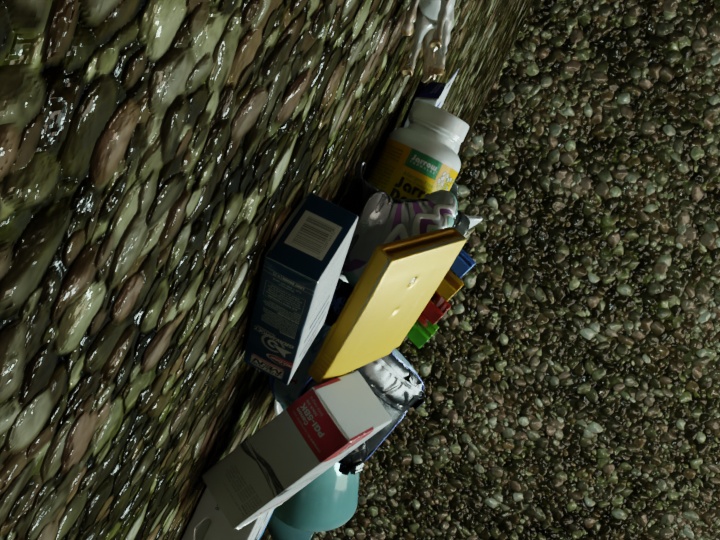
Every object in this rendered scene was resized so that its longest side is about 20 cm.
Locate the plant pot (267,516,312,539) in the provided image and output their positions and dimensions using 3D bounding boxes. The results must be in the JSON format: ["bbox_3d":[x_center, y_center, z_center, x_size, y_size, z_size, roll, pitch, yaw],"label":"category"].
[{"bbox_3d":[-0.200,0.755,2.759,0.200,0.135,0.200,-63,175,-10],"label":"plant pot"}]

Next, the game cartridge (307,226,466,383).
[{"bbox_3d":[0.033,0.041,1.144,0.176,0.032,0.200,-16,143,-53],"label":"game cartridge"}]

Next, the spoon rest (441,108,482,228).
[{"bbox_3d":[0.133,-0.163,1.460,0.061,0.200,0.099,-7,162,-33],"label":"spoon rest"}]

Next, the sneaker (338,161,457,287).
[{"bbox_3d":[0.036,-0.083,1.163,0.078,0.140,0.200,-1,-146,49],"label":"sneaker"}]

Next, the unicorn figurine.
[{"bbox_3d":[0.087,-0.288,0.973,0.200,0.074,0.138,146,-36,-72],"label":"unicorn figurine"}]

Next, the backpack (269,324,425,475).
[{"bbox_3d":[-0.033,0.158,1.320,0.183,0.147,0.200,-46,134,-7],"label":"backpack"}]

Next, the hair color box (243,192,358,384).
[{"bbox_3d":[-0.066,0.023,0.965,0.100,0.060,0.200,-59,173,-38],"label":"hair color box"}]

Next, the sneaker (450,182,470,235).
[{"bbox_3d":[0.087,-0.075,1.416,0.200,0.104,0.060,-24,-136,41],"label":"sneaker"}]

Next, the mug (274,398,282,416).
[{"bbox_3d":[-0.038,0.189,1.518,0.153,0.186,0.150,-73,143,-71],"label":"mug"}]

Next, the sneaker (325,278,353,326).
[{"bbox_3d":[-0.041,0.041,1.201,0.070,0.078,0.200,-64,174,1],"label":"sneaker"}]

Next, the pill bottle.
[{"bbox_3d":[0.071,-0.129,1.288,0.200,0.113,0.113,-63,175,4],"label":"pill bottle"}]

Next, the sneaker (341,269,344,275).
[{"bbox_3d":[0.000,0.000,1.435,0.114,0.076,0.200,-58,170,-31],"label":"sneaker"}]

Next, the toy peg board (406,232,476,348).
[{"bbox_3d":[0.128,0.034,1.547,0.199,0.098,0.200,-45,176,10],"label":"toy peg board"}]

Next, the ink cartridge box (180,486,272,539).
[{"bbox_3d":[-0.175,0.342,1.311,0.145,0.084,0.200,-64,175,11],"label":"ink cartridge box"}]

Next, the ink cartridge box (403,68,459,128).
[{"bbox_3d":[0.089,-0.220,1.422,0.200,0.039,0.099,-65,175,29],"label":"ink cartridge box"}]

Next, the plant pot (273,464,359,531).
[{"bbox_3d":[-0.093,0.416,1.935,0.201,0.200,0.161,-55,159,-57],"label":"plant pot"}]

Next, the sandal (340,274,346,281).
[{"bbox_3d":[-0.044,0.056,1.399,0.082,0.050,0.203,-42,155,-11],"label":"sandal"}]

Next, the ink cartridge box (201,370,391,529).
[{"bbox_3d":[-0.079,0.223,1.158,0.200,0.083,0.147,-40,168,18],"label":"ink cartridge box"}]
